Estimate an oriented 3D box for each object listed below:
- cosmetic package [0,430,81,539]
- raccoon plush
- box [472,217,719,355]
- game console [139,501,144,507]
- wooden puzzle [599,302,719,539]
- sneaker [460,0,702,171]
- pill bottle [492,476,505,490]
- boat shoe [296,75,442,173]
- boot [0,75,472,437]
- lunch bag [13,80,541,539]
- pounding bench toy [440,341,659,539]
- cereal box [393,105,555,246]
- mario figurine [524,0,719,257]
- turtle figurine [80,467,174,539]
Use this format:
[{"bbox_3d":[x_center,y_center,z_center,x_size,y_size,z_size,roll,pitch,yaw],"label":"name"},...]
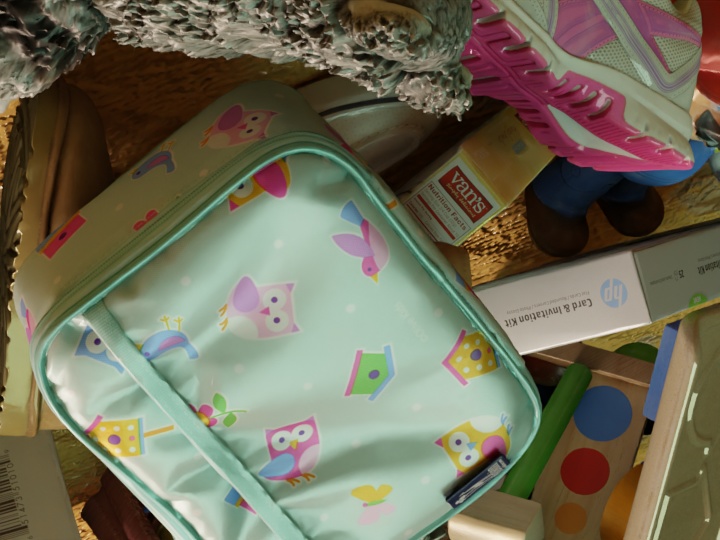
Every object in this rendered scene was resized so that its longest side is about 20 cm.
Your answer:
[{"bbox_3d":[-0.180,0.157,1.143,0.081,0.113,0.200,-15,155,-8],"label":"cosmetic package"},{"bbox_3d":[-0.046,-0.080,0.803,0.200,0.134,0.097,-41,154,25],"label":"raccoon plush"},{"bbox_3d":[0.126,0.009,1.162,0.156,0.041,0.200,-15,179,34],"label":"box"},{"bbox_3d":[-0.080,0.165,1.276,0.119,0.172,0.200,12,139,-18],"label":"game console"},{"bbox_3d":[0.189,0.087,1.185,0.200,0.046,0.185,-19,128,-51],"label":"wooden puzzle"},{"bbox_3d":[0.078,-0.115,0.954,0.081,0.088,0.200,2,161,43],"label":"sneaker"},{"bbox_3d":[0.105,0.183,1.504,0.116,0.116,0.200,-32,155,7],"label":"pill bottle"},{"bbox_3d":[-0.046,-0.024,0.992,0.200,0.070,0.071,-24,155,-10],"label":"boat shoe"},{"bbox_3d":[-0.050,-0.002,0.928,0.200,0.066,0.175,0,127,-15],"label":"boot"},{"bbox_3d":[-0.032,0.041,0.873,0.160,0.077,0.200,-39,121,0],"label":"lunch bag"},{"bbox_3d":[0.114,0.104,1.260,0.200,0.124,0.156,57,51,-69],"label":"pounding bench toy"},{"bbox_3d":[0.000,0.000,1.060,0.200,0.040,0.144,-39,-179,19],"label":"cereal box"},{"bbox_3d":[0.159,-0.061,1.092,0.123,0.106,0.200,-58,-177,-34],"label":"mario figurine"},{"bbox_3d":[-0.038,0.165,1.053,0.144,0.200,0.194,-16,170,-23],"label":"turtle figurine"}]
